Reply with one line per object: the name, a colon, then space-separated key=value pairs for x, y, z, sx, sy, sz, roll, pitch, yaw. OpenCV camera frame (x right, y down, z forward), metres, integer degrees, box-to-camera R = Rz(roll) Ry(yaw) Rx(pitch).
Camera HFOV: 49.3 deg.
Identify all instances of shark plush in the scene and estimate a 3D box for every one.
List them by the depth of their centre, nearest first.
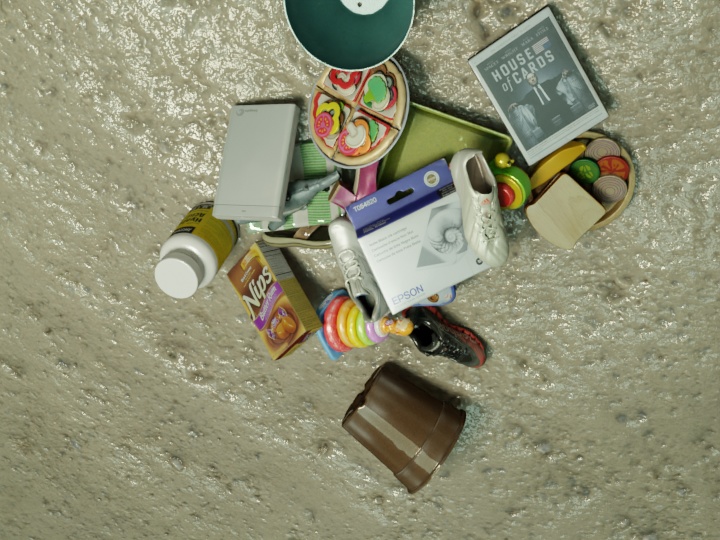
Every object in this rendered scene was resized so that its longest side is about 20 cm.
shark plush: x=-0.121 y=-0.119 z=1.371 sx=0.197 sy=0.083 sz=0.092 roll=-7 pitch=96 yaw=18

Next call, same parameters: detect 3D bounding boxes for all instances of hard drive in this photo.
hard drive: x=-0.180 y=-0.188 z=1.355 sx=0.130 sy=0.027 sz=0.203 roll=3 pitch=77 yaw=23

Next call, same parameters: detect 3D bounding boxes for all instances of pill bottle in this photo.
pill bottle: x=-0.305 y=-0.036 z=1.457 sx=0.109 sy=0.201 sz=0.113 roll=5 pitch=122 yaw=8

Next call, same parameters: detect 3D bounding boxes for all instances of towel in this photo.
towel: x=-0.124 y=-0.154 z=1.422 sx=0.197 sy=0.023 sz=0.155 roll=-5 pitch=96 yaw=16

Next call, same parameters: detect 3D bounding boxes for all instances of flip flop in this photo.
flip flop: x=-0.093 y=-0.081 z=1.463 sx=0.197 sy=0.081 sz=0.058 roll=2 pitch=115 yaw=18

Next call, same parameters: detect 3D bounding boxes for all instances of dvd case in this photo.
dvd case: x=0.285 y=-0.293 z=1.256 sx=0.149 sy=0.025 sz=0.201 roll=-31 pitch=104 yaw=17

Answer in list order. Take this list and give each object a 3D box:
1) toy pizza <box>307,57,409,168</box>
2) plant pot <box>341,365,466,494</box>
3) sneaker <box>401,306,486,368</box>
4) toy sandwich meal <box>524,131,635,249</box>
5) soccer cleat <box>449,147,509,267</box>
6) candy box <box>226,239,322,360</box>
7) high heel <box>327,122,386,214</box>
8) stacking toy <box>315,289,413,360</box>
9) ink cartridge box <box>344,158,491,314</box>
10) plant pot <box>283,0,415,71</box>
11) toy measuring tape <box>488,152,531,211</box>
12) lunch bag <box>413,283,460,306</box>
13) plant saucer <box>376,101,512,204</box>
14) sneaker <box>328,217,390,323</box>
toy pizza: x=-0.010 y=-0.270 z=1.289 sx=0.197 sy=0.032 sz=0.204 roll=-2 pitch=86 yaw=31
plant pot: x=0.080 y=0.310 z=1.595 sx=0.197 sy=0.201 sz=0.201 roll=37 pitch=121 yaw=-1
sneaker: x=0.161 y=0.139 z=1.520 sx=0.199 sy=0.098 sz=0.071 roll=36 pitch=119 yaw=-11
toy sandwich meal: x=0.366 y=-0.135 z=1.328 sx=0.202 sy=0.071 sz=0.208 roll=6 pitch=121 yaw=9
soccer cleat: x=0.197 y=-0.099 z=1.267 sx=0.068 sy=0.077 sz=0.203 roll=-22 pitch=98 yaw=-17
candy box: x=-0.168 y=0.055 z=1.506 sx=0.117 sy=0.056 sz=0.202 roll=-42 pitch=72 yaw=37
high heel: x=0.031 y=-0.174 z=1.344 sx=0.095 sy=0.068 sz=0.201 roll=26 pitch=110 yaw=-19
stacking toy: x=0.017 y=0.103 z=1.483 sx=0.198 sy=0.116 sz=0.111 roll=0 pitch=126 yaw=41
ink cartridge box: x=0.099 y=-0.057 z=1.329 sx=0.197 sy=0.041 sz=0.202 roll=-26 pitch=97 yaw=4
plant pot: x=-0.007 y=-0.425 z=1.200 sx=0.197 sy=0.135 sz=0.203 roll=5 pitch=121 yaw=9
toy measuring tape: x=0.255 y=-0.107 z=1.323 sx=0.072 sy=0.074 sz=0.202 roll=-4 pitch=126 yaw=14
lunch bag: x=0.080 y=-0.013 z=1.440 sx=0.197 sy=0.076 sz=0.162 roll=-1 pitch=127 yaw=27
plant saucer: x=0.139 y=-0.182 z=1.364 sx=0.197 sy=0.048 sz=0.202 roll=19 pitch=122 yaw=0
sneaker: x=0.000 y=0.000 z=1.383 sx=0.074 sy=0.087 sz=0.202 roll=-23 pitch=102 yaw=26
